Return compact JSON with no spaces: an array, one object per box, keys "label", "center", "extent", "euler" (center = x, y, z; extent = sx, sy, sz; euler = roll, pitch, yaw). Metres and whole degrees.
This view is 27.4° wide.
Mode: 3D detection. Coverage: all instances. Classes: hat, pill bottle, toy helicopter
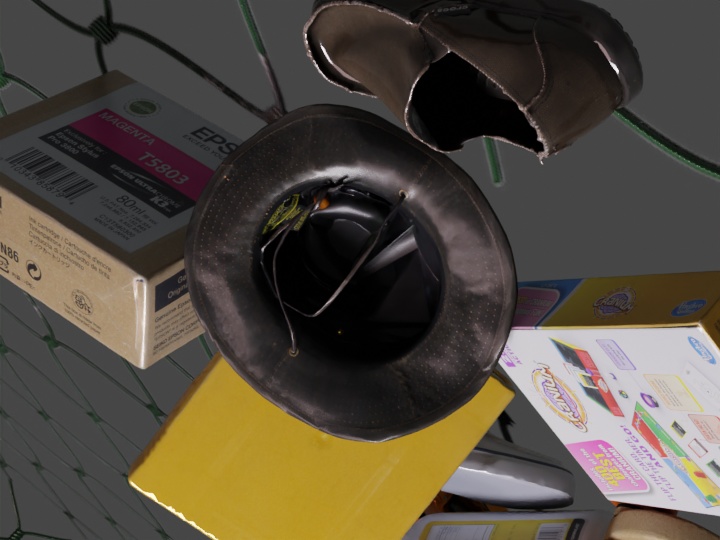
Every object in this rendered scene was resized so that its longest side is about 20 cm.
[{"label":"hat","center":[0.000,0.000,0.881],"extent":[0.200,0.201,0.081],"euler":[39,-166,8]},{"label":"pill bottle","center":[0.091,0.227,1.043],"extent":[0.199,0.112,0.112],"euler":[-7,132,30]},{"label":"toy helicopter","center":[0.236,0.208,0.939],"extent":[0.132,0.079,0.200],"euler":[1,145,45]}]

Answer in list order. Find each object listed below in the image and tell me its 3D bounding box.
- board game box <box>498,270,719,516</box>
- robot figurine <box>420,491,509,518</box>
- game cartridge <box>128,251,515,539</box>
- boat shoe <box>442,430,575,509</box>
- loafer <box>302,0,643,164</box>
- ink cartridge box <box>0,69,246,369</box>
[{"label":"board game box","center":[0.169,0.071,0.817],"extent":[0.153,0.040,0.200],"euler":[51,156,-19]},{"label":"robot figurine","center":[0.075,0.194,1.163],"extent":[0.145,0.058,0.200],"euler":[6,137,55]},{"label":"game cartridge","center":[-0.026,0.105,0.969],"extent":[0.176,0.200,0.032],"euler":[36,-170,-14]},{"label":"boat shoe","center":[0.057,0.115,1.040],"extent":[0.198,0.066,0.074],"euler":[14,157,9]},{"label":"loafer","center":[0.035,-0.098,0.697],"extent":[0.199,0.071,0.073],"euler":[16,146,47]},{"label":"ink cartridge box","center":[-0.153,-0.041,0.970],"extent":[0.199,0.164,0.076],"euler":[29,131,27]}]
